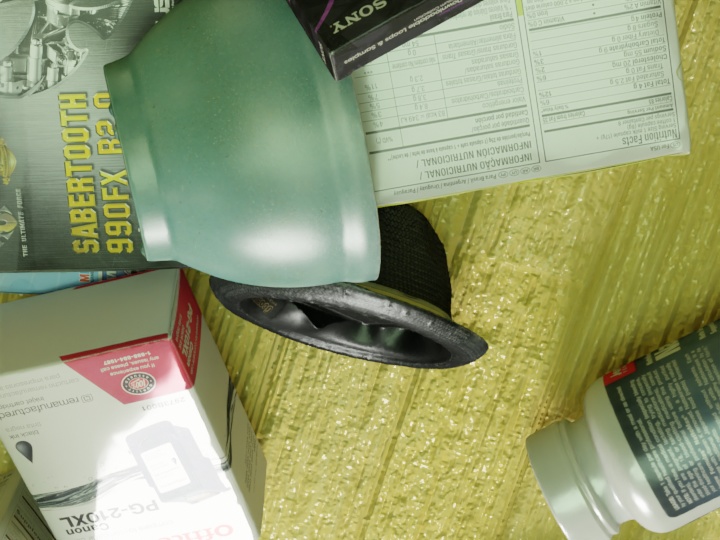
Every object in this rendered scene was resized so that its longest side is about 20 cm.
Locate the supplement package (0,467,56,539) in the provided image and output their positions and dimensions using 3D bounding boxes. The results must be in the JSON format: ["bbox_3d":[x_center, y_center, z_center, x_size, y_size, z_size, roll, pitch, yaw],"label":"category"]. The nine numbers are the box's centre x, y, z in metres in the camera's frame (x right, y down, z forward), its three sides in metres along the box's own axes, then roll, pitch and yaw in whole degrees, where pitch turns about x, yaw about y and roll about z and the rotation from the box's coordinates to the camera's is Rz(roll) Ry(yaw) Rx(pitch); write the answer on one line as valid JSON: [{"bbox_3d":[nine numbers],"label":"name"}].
[{"bbox_3d":[-0.269,0.243,1.265,0.113,0.200,0.110,-28,107,12],"label":"supplement package"}]

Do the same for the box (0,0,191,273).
[{"bbox_3d":[-0.184,-0.100,1.156,0.157,0.048,0.201,-1,110,1],"label":"box"}]

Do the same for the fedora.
[{"bbox_3d":[0.000,0.000,1.208,0.200,0.201,0.092,13,77,-4],"label":"fedora"}]

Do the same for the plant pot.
[{"bbox_3d":[-0.077,-0.077,1.054,0.134,0.200,0.201,-13,110,-7],"label":"plant pot"}]

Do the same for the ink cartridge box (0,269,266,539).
[{"bbox_3d":[-0.163,0.109,1.243,0.144,0.085,0.201,-12,128,9],"label":"ink cartridge box"}]

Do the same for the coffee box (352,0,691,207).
[{"bbox_3d":[0.081,-0.171,1.102,0.199,0.200,0.199,-10,109,4],"label":"coffee box"}]

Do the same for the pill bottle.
[{"bbox_3d":[0.223,0.114,1.249,0.199,0.120,0.120,-27,108,10],"label":"pill bottle"}]

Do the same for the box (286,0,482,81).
[{"bbox_3d":[0.001,-0.217,0.964,0.143,0.036,0.200,-29,70,-4],"label":"box"}]

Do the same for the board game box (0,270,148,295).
[{"bbox_3d":[-0.225,-0.085,1.218,0.195,0.056,0.201,3,111,0],"label":"board game box"}]
